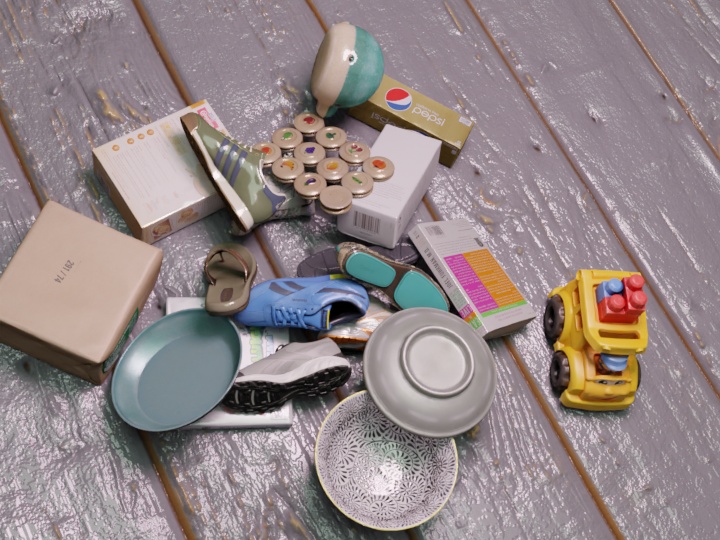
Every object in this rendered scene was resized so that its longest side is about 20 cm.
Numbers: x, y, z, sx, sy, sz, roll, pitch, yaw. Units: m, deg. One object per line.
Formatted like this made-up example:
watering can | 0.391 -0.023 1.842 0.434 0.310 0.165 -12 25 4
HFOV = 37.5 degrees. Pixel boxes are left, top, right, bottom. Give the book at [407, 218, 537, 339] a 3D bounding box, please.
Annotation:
book | 0.171 0.010 1.635 0.134 0.048 0.200 -8 61 -51

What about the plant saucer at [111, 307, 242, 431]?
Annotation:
plant saucer | -0.249 0.143 1.475 0.200 0.036 0.200 -12 49 14

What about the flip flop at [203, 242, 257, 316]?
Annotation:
flip flop | -0.197 0.002 1.544 0.081 0.058 0.200 -14 26 4

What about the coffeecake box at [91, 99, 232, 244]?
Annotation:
coffeecake box | -0.288 -0.152 1.639 0.200 0.073 0.154 -29 74 -22

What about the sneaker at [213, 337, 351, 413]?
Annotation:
sneaker | -0.117 0.147 1.517 0.200 0.074 0.079 -12 49 -16

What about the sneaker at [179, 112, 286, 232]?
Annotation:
sneaker | -0.185 -0.160 1.583 0.090 0.067 0.200 -29 83 -13

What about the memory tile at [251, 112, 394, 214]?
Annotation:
memory tile | -0.060 -0.169 1.633 0.200 0.017 0.153 35 55 25

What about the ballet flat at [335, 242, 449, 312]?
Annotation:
ballet flat | 0.046 0.010 1.568 0.200 0.075 0.068 29 101 -25

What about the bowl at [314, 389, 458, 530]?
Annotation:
bowl | 0.029 0.275 1.493 0.201 0.094 0.201 4 65 -9

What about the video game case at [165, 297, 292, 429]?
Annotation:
video game case | -0.194 0.134 1.553 0.182 0.024 0.200 0 66 -11

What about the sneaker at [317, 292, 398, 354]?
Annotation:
sneaker | 0.035 0.075 1.600 0.200 0.076 0.092 5 60 -10

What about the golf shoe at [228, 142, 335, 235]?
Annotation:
golf shoe | -0.118 -0.111 1.656 0.097 0.078 0.200 42 66 2

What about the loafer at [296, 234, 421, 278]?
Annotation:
loafer | 0.000 0.000 1.635 0.200 0.063 0.072 -14 56 -13

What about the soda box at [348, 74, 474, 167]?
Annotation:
soda box | 0.083 -0.254 1.762 0.200 0.068 0.064 29 64 2

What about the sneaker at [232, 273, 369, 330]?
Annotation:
sneaker | -0.087 0.054 1.536 0.200 0.066 0.078 -8 35 -2

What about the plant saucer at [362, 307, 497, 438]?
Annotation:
plant saucer | 0.104 0.135 1.496 0.200 0.050 0.200 6 62 -12

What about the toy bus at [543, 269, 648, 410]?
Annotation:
toy bus | 0.374 0.092 1.593 0.136 0.192 0.200 4 66 -11

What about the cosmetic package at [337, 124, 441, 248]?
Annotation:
cosmetic package | 0.047 -0.135 1.667 0.102 0.074 0.200 20 48 14

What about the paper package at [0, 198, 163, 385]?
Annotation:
paper package | -0.407 0.031 1.515 0.190 0.103 0.200 24 63 0

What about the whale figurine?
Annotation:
whale figurine | -0.024 -0.317 1.697 0.104 0.200 0.159 15 86 -13
